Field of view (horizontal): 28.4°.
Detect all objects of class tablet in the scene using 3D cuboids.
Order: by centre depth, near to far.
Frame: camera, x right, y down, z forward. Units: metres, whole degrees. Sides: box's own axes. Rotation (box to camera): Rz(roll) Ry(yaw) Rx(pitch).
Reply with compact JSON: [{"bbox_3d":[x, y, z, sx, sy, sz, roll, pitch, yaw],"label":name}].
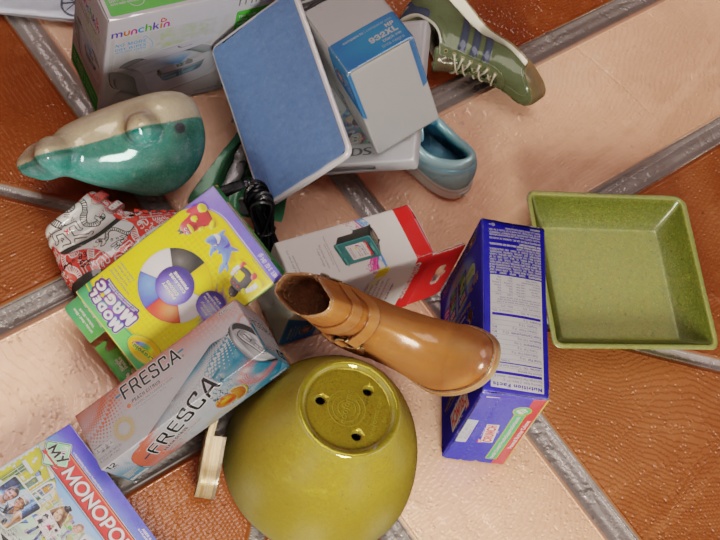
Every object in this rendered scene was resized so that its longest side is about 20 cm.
[{"bbox_3d":[-0.085,-0.181,1.506,0.014,0.130,0.200,4,62,-53],"label":"tablet"}]

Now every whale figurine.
[{"bbox_3d":[-0.255,-0.120,1.501,0.200,0.159,0.104,-20,94,-35],"label":"whale figurine"}]

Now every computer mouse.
[{"bbox_3d":[-0.163,-0.013,1.461,0.200,0.141,0.046,-21,44,-24],"label":"computer mouse"}]

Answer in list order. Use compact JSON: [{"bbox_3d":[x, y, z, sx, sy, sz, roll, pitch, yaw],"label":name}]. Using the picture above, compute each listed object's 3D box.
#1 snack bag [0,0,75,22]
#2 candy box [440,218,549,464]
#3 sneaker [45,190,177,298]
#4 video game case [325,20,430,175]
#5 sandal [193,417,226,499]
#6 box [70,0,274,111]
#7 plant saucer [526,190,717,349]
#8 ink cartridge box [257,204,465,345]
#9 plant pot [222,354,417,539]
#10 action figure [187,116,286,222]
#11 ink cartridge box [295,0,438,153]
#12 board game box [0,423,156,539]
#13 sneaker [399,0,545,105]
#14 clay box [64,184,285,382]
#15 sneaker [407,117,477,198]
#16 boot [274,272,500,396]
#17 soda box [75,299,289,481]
[{"bbox_3d":[-0.349,-0.367,1.681,0.200,0.021,0.189,5,61,-12],"label":"snack bag"},{"bbox_3d":[0.136,0.076,1.475,0.077,0.169,0.200,8,60,-9],"label":"candy box"},{"bbox_3d":[-0.231,-0.048,1.506,0.201,0.067,0.108,-27,74,-23],"label":"sneaker"},{"bbox_3d":[-0.016,-0.197,1.627,0.182,0.024,0.200,-3,58,16],"label":"video game case"},{"bbox_3d":[-0.163,0.120,1.427,0.070,0.078,0.212,10,66,-8],"label":"sandal"},{"bbox_3d":[-0.209,-0.278,1.577,0.200,0.177,0.097,-17,67,-24],"label":"box"},{"bbox_3d":[0.290,0.009,1.626,0.199,0.048,0.200,1,62,-14],"label":"plant saucer"},{"bbox_3d":[0.000,0.000,1.513,0.200,0.116,0.067,-17,66,-23],"label":"ink cartridge box"},{"bbox_3d":[-0.026,0.161,1.400,0.200,0.142,0.200,7,60,-12],"label":"plant pot"},{"bbox_3d":[-0.103,-0.152,1.580,0.118,0.055,0.200,15,63,18],"label":"action figure"},{"bbox_3d":[-0.008,-0.251,1.555,0.084,0.145,0.200,-31,56,-3],"label":"ink cartridge box"},{"bbox_3d":[-0.274,0.260,1.345,0.134,0.029,0.200,-33,74,-27],"label":"board game box"},{"bbox_3d":[0.126,-0.259,1.726,0.090,0.067,0.200,-36,75,-21],"label":"sneaker"},{"bbox_3d":[-0.187,0.021,1.409,0.200,0.048,0.115,-38,93,2],"label":"clay box"},{"bbox_3d":[0.053,-0.168,1.640,0.200,0.082,0.074,32,57,6],"label":"sneaker"},{"bbox_3d":[0.022,0.057,1.366,0.155,0.200,0.074,33,71,-43],"label":"boot"},{"bbox_3d":[-0.172,0.117,1.371,0.200,0.064,0.068,-37,62,7],"label":"soda box"}]
